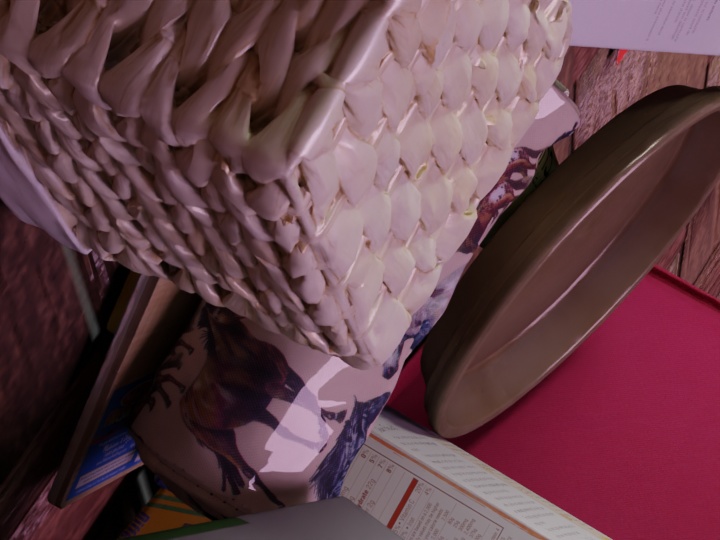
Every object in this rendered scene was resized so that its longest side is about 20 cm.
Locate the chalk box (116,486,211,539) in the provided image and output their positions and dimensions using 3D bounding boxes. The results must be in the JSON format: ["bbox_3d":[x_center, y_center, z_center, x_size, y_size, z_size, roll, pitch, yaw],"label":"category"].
[{"bbox_3d":[-0.015,0.180,1.113,0.124,0.200,0.125,-50,164,-13],"label":"chalk box"}]

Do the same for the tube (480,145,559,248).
[{"bbox_3d":[0.052,-0.045,1.223,0.200,0.052,0.058,48,48,-77],"label":"tube"}]

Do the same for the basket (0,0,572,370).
[{"bbox_3d":[-0.027,-0.069,0.770,0.136,0.123,0.200,-59,165,-11],"label":"basket"}]

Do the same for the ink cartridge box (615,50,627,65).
[{"bbox_3d":[0.195,-0.203,1.436,0.161,0.050,0.200,-50,160,-37],"label":"ink cartridge box"}]

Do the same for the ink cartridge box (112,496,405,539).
[{"bbox_3d":[-0.054,0.183,0.940,0.145,0.084,0.201,-4,123,-58],"label":"ink cartridge box"}]

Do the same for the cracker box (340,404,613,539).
[{"bbox_3d":[0.052,0.118,1.248,0.058,0.199,0.134,-60,166,3],"label":"cracker box"}]

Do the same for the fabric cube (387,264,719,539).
[{"bbox_3d":[0.107,0.128,1.472,0.200,0.196,0.200,-48,159,-38],"label":"fabric cube"}]

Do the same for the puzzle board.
[{"bbox_3d":[-0.042,-0.004,1.066,0.151,0.017,0.200,-65,165,20],"label":"puzzle board"}]

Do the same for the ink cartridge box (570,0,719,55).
[{"bbox_3d":[0.123,-0.137,1.178,0.199,0.039,0.100,1,120,-45],"label":"ink cartridge box"}]

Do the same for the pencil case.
[{"bbox_3d":[0.000,0.000,1.020,0.201,0.078,0.089,-58,147,-7],"label":"pencil case"}]

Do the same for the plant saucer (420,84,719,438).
[{"bbox_3d":[0.094,-0.008,1.294,0.200,0.029,0.200,-42,165,-14],"label":"plant saucer"}]
